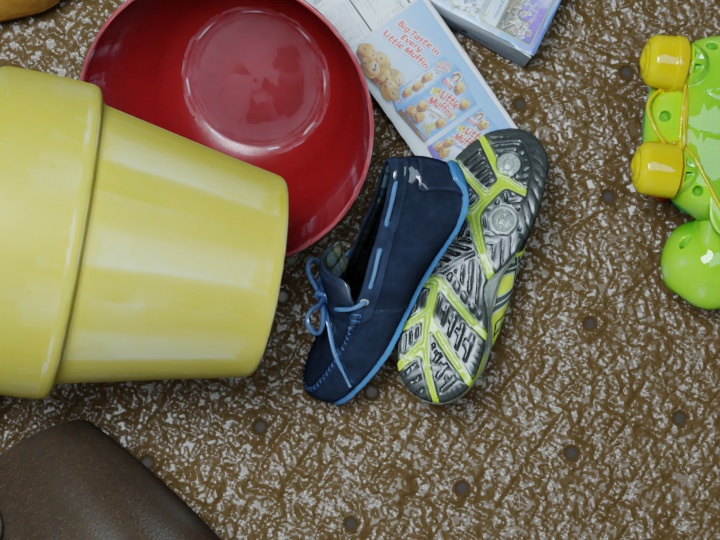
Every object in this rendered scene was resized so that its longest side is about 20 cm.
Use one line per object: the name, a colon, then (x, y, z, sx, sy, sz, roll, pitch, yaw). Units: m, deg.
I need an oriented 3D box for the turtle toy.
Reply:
turtle toy: (0.254, -0.073, 1.265, 0.145, 0.101, 0.202, 8, 83, -4)

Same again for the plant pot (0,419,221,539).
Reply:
plant pot: (-0.168, 0.206, 1.174, 0.186, 0.187, 0.201, -32, 72, -7)

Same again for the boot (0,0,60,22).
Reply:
boot: (-0.262, -0.276, 1.264, 0.143, 0.071, 0.202, -19, 90, -9)

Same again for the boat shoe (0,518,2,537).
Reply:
boat shoe: (-0.321, 0.136, 1.129, 0.199, 0.072, 0.076, 24, 100, 8)

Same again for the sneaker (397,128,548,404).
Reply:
sneaker: (0.075, -0.004, 1.256, 0.075, 0.076, 0.201, 21, 84, 10)

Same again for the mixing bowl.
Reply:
mixing bowl: (-0.082, -0.114, 1.224, 0.199, 0.108, 0.202, 3, 111, 8)

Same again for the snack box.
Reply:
snack box: (0.036, -0.146, 1.268, 0.072, 0.024, 0.200, -35, 99, 5)

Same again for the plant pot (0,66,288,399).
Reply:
plant pot: (-0.149, -0.013, 1.124, 0.188, 0.201, 0.202, 9, 82, -11)

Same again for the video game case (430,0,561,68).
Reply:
video game case: (0.086, -0.277, 1.305, 0.180, 0.045, 0.201, 28, 83, 0)

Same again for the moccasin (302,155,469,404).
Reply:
moccasin: (0.000, 0.000, 1.216, 0.068, 0.081, 0.201, 15, 116, -25)
